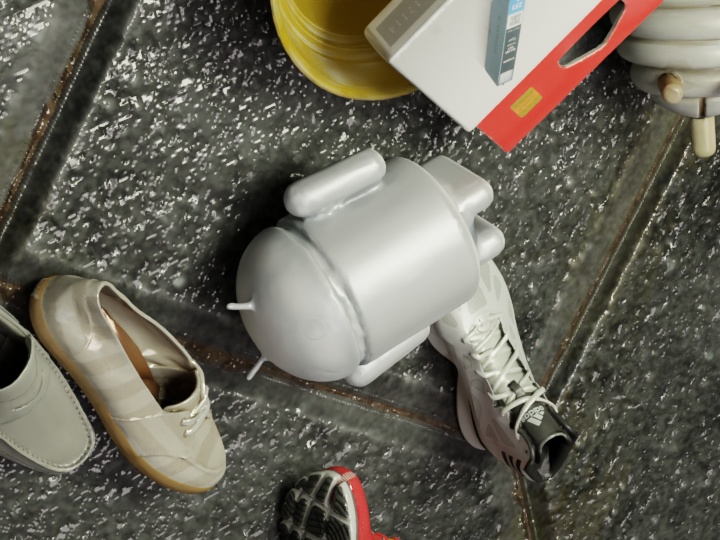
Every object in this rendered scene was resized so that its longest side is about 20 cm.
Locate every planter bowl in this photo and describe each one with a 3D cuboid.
[{"bbox_3d":[0.010,-0.215,1.130,0.200,0.083,0.201,-20,130,-26],"label":"planter bowl"}]

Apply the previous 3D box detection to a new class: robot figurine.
[{"bbox_3d":[0.000,0.000,1.212,0.200,0.113,0.170,-31,124,-19],"label":"robot figurine"}]

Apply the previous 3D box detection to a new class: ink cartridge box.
[{"bbox_3d":[0.127,-0.170,1.140,0.200,0.045,0.176,-45,136,10],"label":"ink cartridge box"}]

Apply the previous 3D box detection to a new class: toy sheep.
[{"bbox_3d":[0.240,-0.177,1.280,0.138,0.138,0.201,-11,111,-30],"label":"toy sheep"}]

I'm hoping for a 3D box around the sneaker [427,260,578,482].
[{"bbox_3d":[0.112,0.071,1.319,0.076,0.115,0.201,-32,125,-18],"label":"sneaker"}]

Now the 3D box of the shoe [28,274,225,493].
[{"bbox_3d":[-0.139,0.076,1.175,0.200,0.053,0.070,53,33,-35],"label":"shoe"}]

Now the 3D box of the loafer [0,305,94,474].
[{"bbox_3d":[-0.226,0.065,1.111,0.070,0.070,0.200,-57,132,-18],"label":"loafer"}]

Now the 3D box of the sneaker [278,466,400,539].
[{"bbox_3d":[-0.003,0.216,1.348,0.085,0.077,0.200,-33,133,-31],"label":"sneaker"}]
